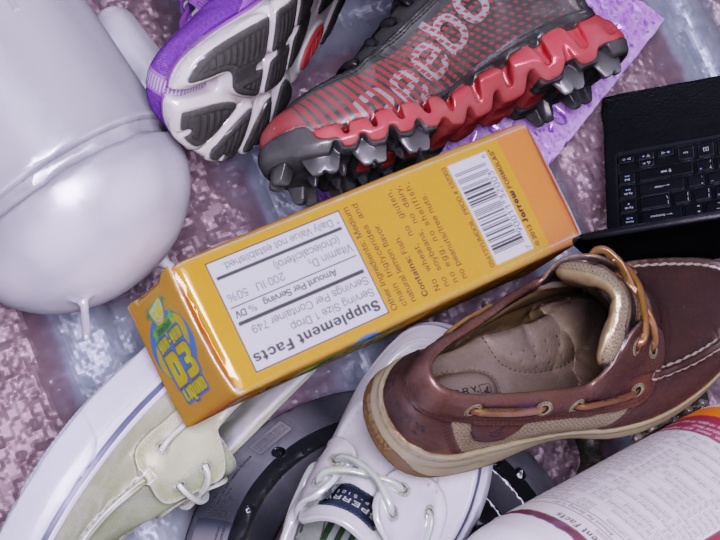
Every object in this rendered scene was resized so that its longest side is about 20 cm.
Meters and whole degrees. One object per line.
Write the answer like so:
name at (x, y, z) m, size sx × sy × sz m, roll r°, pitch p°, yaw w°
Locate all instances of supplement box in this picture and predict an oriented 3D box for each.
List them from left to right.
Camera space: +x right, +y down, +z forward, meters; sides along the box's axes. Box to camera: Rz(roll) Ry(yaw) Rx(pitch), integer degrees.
supplement box at (0.000, 0.000, 0.726) m, size 0.199 × 0.067 × 0.069 m, roll -21°, pitch 82°, yaw -29°

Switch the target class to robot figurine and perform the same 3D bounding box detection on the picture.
robot figurine at (-0.153, -0.064, 0.730) m, size 0.169 × 0.113 × 0.200 m, roll -32°, pitch 84°, yaw -31°

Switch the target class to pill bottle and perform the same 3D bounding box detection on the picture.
pill bottle at (0.106, 0.138, 0.667) m, size 0.199 × 0.110 × 0.110 m, roll -23°, pitch 81°, yaw -32°

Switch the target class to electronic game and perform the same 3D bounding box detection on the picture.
electronic game at (0.014, 0.151, 0.748) m, size 0.199 × 0.042 × 0.201 m, roll 5°, pitch 66°, yaw -11°

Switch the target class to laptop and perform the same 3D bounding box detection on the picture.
laptop at (0.191, -0.064, 0.746) m, size 0.176 × 0.104 × 0.201 m, roll -9°, pitch 45°, yaw 16°

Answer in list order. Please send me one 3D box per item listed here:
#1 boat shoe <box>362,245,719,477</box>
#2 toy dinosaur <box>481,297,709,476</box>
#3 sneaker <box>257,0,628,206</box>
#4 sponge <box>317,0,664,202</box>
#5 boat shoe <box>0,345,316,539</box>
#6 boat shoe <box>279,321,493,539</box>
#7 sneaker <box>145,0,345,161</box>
boat shoe at (0.097, 0.029, 0.682) m, size 0.199 × 0.072 × 0.072 m, roll -13°, pitch 65°, yaw -27°
toy dinosaur at (0.115, 0.037, 0.774) m, size 0.199 × 0.077 × 0.103 m, roll -26°, pitch 73°, yaw -31°
sneaker at (0.030, -0.101, 0.777) m, size 0.200 × 0.071 × 0.098 m, roll -25°, pitch 82°, yaw -21°
sponge at (0.060, -0.094, 0.836) m, size 0.111 × 0.030 × 0.200 m, roll 40°, pitch 70°, yaw -1°
boat shoe at (-0.084, 0.074, 0.726) m, size 0.062 × 0.072 × 0.200 m, roll 33°, pitch 67°, yaw 15°
boat shoe at (0.005, 0.110, 0.679) m, size 0.073 × 0.067 × 0.201 m, roll 9°, pitch 72°, yaw 24°
sneaker at (-0.063, -0.122, 0.770) m, size 0.083 × 0.081 × 0.200 m, roll 19°, pitch 35°, yaw 5°
